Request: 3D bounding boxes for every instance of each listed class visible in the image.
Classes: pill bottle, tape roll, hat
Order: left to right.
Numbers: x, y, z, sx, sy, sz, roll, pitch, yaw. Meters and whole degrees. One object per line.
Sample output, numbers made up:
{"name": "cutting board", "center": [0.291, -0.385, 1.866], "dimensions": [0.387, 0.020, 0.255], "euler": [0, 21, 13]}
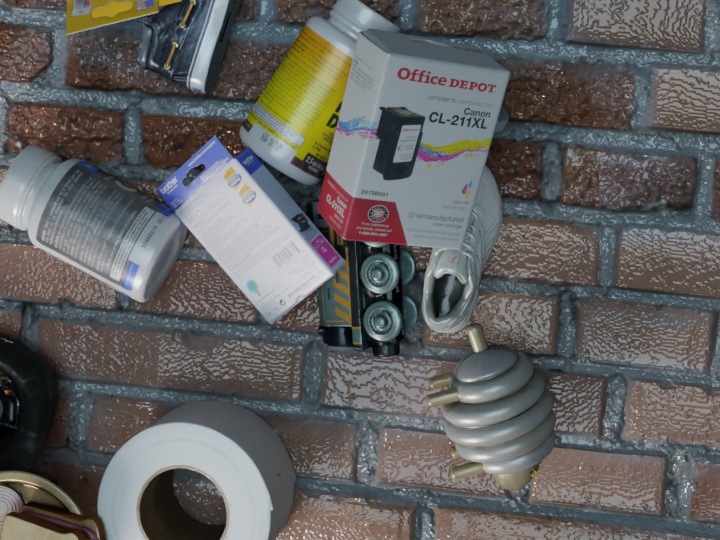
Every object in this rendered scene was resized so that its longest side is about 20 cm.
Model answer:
{"name": "hat", "center": [-0.450, 0.177, 1.631], "dimensions": [0.199, 0.081, 0.202], "euler": [2, 71, -5]}
{"name": "pill bottle", "center": [-0.308, -0.057, 1.579], "dimensions": [0.199, 0.114, 0.114], "euler": [28, 98, 4]}
{"name": "tape roll", "center": [-0.185, 0.259, 1.578], "dimensions": [0.201, 0.139, 0.205], "euler": [1, 95, 9]}
{"name": "pill bottle", "center": [-0.041, -0.203, 1.529], "dimensions": [0.109, 0.109, 0.201], "euler": [34, 99, 4]}

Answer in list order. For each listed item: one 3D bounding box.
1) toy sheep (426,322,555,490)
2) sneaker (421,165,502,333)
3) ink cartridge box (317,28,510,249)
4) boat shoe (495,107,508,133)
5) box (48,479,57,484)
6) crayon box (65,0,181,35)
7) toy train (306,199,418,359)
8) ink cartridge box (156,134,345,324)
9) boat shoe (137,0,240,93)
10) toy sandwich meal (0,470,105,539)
{"name": "toy sheep", "center": [0.148, 0.153, 1.525], "dimensions": [0.137, 0.138, 0.201], "euler": [-16, 110, 9]}
{"name": "sneaker", "center": [0.112, -0.023, 1.528], "dimensions": [0.077, 0.099, 0.202], "euler": [9, 96, 7]}
{"name": "ink cartridge box", "center": [0.053, -0.134, 1.427], "dimensions": [0.145, 0.083, 0.201], "euler": [4, 113, -24]}
{"name": "boat shoe", "center": [0.064, -0.144, 1.527], "dimensions": [0.199, 0.071, 0.091], "euler": [-4, 130, -23]}
{"name": "box", "center": [-0.431, 0.356, 1.635], "dimensions": [0.131, 0.115, 0.202], "euler": [0, 96, 7]}
{"name": "crayon box", "center": [-0.262, -0.357, 1.533], "dimensions": [0.125, 0.052, 0.202], "euler": [-8, 74, 24]}
{"name": "toy train", "center": [0.000, 0.000, 1.561], "dimensions": [0.113, 0.085, 0.202], "euler": [-1, 98, 22]}
{"name": "ink cartridge box", "center": [-0.122, -0.049, 1.529], "dimensions": [0.200, 0.042, 0.119], "euler": [48, 127, -7]}
{"name": "boat shoe", "center": [-0.185, -0.308, 1.552], "dimensions": [0.090, 0.071, 0.202], "euler": [20, 99, 5]}
{"name": "toy sandwich meal", "center": [-0.382, 0.320, 1.529], "dimensions": [0.203, 0.070, 0.207], "euler": [1, 97, 8]}
